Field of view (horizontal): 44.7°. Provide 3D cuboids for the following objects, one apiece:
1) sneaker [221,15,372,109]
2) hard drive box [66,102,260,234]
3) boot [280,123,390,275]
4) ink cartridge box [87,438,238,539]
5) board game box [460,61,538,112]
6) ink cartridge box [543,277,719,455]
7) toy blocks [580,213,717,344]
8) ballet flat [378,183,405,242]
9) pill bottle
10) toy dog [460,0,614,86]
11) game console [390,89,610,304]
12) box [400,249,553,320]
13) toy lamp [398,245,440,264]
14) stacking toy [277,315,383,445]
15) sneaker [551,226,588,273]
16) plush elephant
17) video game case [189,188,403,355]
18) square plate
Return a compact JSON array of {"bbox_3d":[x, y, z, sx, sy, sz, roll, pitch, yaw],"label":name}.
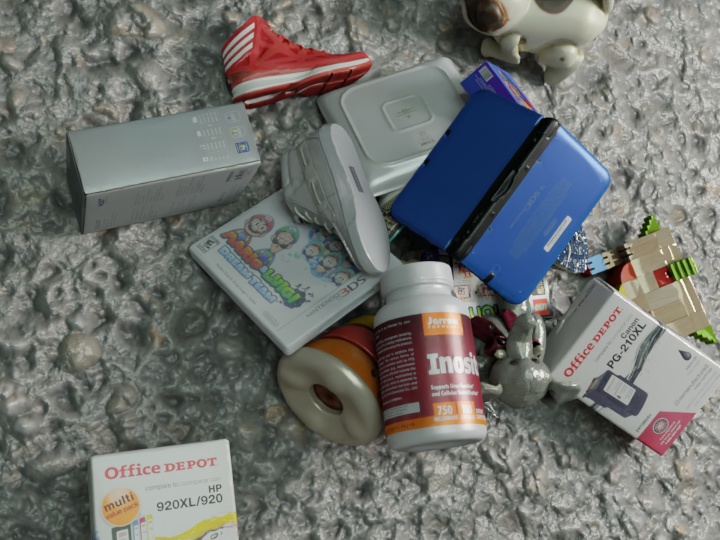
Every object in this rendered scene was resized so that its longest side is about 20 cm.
[{"bbox_3d":[-0.088,-0.292,1.158,0.199,0.078,0.116,-17,84,-23],"label":"sneaker"},{"bbox_3d":[-0.234,-0.116,1.022,0.199,0.156,0.077,-15,82,-22],"label":"hard drive box"},{"bbox_3d":[-0.035,-0.073,1.067,0.073,0.095,0.201,13,55,-56],"label":"boot"},{"bbox_3d":[-0.211,0.290,0.935,0.146,0.145,0.201,-3,77,-19],"label":"ink cartridge box"},{"bbox_3d":[0.221,-0.174,1.146,0.045,0.134,0.200,-38,81,21],"label":"board game box"},{"bbox_3d":[0.358,0.127,1.174,0.200,0.084,0.145,34,99,-9],"label":"ink cartridge box"},{"bbox_3d":[0.398,0.035,1.246,0.136,0.100,0.201,-21,84,-10],"label":"toy blocks"},{"bbox_3d":[0.073,-0.112,1.132,0.200,0.068,0.075,-39,93,-21],"label":"ballet flat"},{"bbox_3d":[0.074,0.098,0.991,0.112,0.113,0.201,-1,72,-19],"label":"pill bottle"},{"bbox_3d":[0.233,-0.360,1.228,0.199,0.194,0.140,11,86,-23],"label":"toy dog"},{"bbox_3d":[0.169,-0.091,1.064,0.170,0.118,0.200,37,89,-23],"label":"game console"},{"bbox_3d":[0.159,0.023,1.187,0.199,0.035,0.111,-4,78,-20],"label":"box"},{"bbox_3d":[0.000,0.000,1.111,0.199,0.058,0.059,-4,78,-3],"label":"toy lamp"},{"bbox_3d":[0.005,0.101,1.081,0.146,0.146,0.200,45,52,-4],"label":"stacking toy"},{"bbox_3d":[0.228,-0.038,1.167,0.199,0.085,0.078,11,78,-40],"label":"sneaker"},{"bbox_3d":[0.180,0.105,1.082,0.164,0.155,0.201,-3,94,-21],"label":"plush elephant"},{"bbox_3d":[-0.079,-0.013,1.069,0.182,0.024,0.200,-35,59,-23],"label":"video game case"},{"bbox_3d":[0.063,-0.198,1.143,0.199,0.029,0.199,-19,54,-8],"label":"square plate"}]
